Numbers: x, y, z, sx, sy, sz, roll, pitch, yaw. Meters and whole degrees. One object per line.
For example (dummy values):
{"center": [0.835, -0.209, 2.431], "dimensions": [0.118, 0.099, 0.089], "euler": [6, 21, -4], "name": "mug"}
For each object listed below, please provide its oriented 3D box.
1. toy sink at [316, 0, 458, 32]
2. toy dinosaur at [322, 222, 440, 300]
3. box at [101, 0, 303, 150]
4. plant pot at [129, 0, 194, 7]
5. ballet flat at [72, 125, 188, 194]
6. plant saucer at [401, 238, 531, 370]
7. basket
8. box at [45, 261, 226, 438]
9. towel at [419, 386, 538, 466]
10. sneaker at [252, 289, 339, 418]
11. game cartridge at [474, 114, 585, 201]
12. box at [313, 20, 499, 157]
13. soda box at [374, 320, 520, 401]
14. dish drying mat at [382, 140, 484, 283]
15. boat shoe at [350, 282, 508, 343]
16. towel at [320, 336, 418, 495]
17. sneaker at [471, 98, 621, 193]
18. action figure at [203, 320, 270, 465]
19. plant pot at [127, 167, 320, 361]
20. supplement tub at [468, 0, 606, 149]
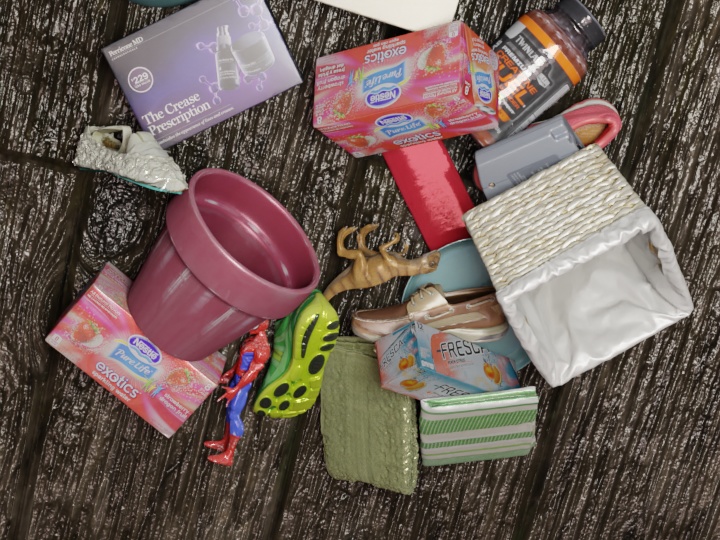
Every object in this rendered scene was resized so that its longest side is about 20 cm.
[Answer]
{"center": [0.023, -0.362, 1.497], "dimensions": [0.199, 0.112, 0.131], "euler": [16, 103, -2], "name": "toy sink"}
{"center": [0.000, 0.000, 1.604], "dimensions": [0.199, 0.060, 0.107], "euler": [-21, 80, 24], "name": "toy dinosaur"}
{"center": [-0.186, -0.248, 1.534], "dimensions": [0.199, 0.079, 0.142], "euler": [-26, 101, 4], "name": "box"}
{"center": [-0.235, -0.400, 1.463], "dimensions": [0.199, 0.135, 0.201], "euler": [-1, 104, -3], "name": "plant pot"}
{"center": [-0.275, -0.137, 1.508], "dimensions": [0.072, 0.200, 0.072], "euler": [-16, 113, -42], "name": "ballet flat"}
{"center": [0.150, 0.048, 1.639], "dimensions": [0.199, 0.027, 0.201], "euler": [-1, 112, -1], "name": "plant saucer"}
{"center": [0.252, -0.009, 1.490], "dimensions": [0.199, 0.161, 0.198], "euler": [-28, 137, 8], "name": "basket"}
{"center": [-0.277, 0.098, 1.601], "dimensions": [0.200, 0.095, 0.103], "euler": [41, 104, -11], "name": "box"}
{"center": [0.149, 0.199, 1.619], "dimensions": [0.152, 0.200, 0.023], "euler": [-7, 62, 1], "name": "towel"}
{"center": [-0.080, 0.109, 1.632], "dimensions": [0.074, 0.084, 0.200], "euler": [16, 121, -21], "name": "sneaker"}
{"center": [0.224, -0.101, 1.551], "dimensions": [0.133, 0.041, 0.200], "euler": [-25, 139, 19], "name": "game cartridge"}
{"center": [0.053, -0.207, 1.486], "dimensions": [0.199, 0.100, 0.096], "euler": [-9, 68, 31], "name": "box"}
{"center": [0.110, 0.125, 1.563], "dimensions": [0.068, 0.064, 0.200], "euler": [-30, 144, 34], "name": "soda box"}
{"center": [0.100, -0.086, 1.618], "dimensions": [0.077, 0.018, 0.201], "euler": [-26, 105, 7], "name": "dish drying mat"}
{"center": [0.086, 0.049, 1.589], "dimensions": [0.199, 0.076, 0.072], "euler": [-3, 108, -11], "name": "boat shoe"}
{"center": [0.012, 0.182, 1.636], "dimensions": [0.148, 0.036, 0.201], "euler": [7, 106, 36], "name": "towel"}
{"center": [0.228, -0.154, 1.572], "dimensions": [0.199, 0.087, 0.074], "euler": [-26, 103, 4], "name": "sneaker"}
{"center": [-0.156, 0.148, 1.639], "dimensions": [0.051, 0.065, 0.201], "euler": [18, 104, -14], "name": "action figure"}
{"center": [-0.179, 0.007, 1.548], "dimensions": [0.200, 0.200, 0.179], "euler": [41, 114, -11], "name": "plant pot"}
{"center": [0.197, -0.239, 1.539], "dimensions": [0.200, 0.107, 0.107], "euler": [-42, 102, 7], "name": "supplement tub"}
